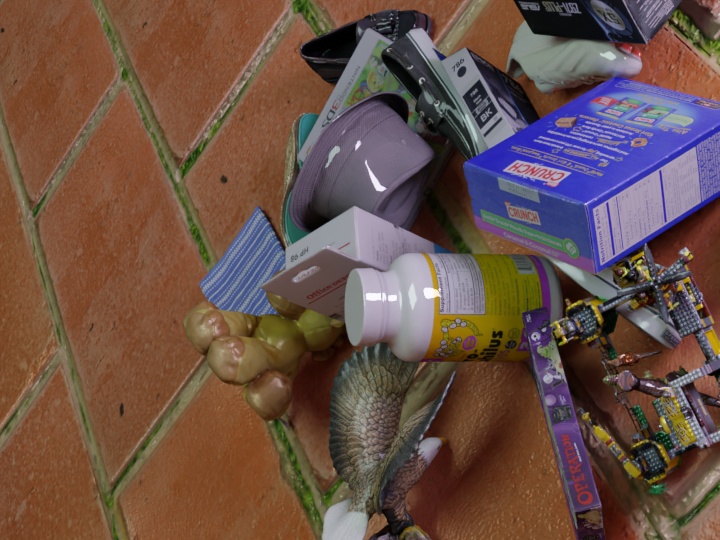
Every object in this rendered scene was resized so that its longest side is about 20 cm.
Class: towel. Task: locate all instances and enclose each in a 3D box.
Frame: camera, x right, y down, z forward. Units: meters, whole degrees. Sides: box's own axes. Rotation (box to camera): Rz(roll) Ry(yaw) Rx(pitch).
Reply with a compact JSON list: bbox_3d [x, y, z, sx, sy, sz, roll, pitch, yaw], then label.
[{"bbox_3d":[-0.143,0.026,1.725,0.145,0.024,0.201,-52,40,19],"label":"towel"}]

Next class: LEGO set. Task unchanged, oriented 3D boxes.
[{"bbox_3d":[0.239,0.086,1.107,0.153,0.115,0.203,-22,83,34],"label":"LEGO set"}]

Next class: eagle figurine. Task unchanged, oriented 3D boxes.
[{"bbox_3d":[0.035,0.184,1.333,0.149,0.203,0.151,0,25,17],"label":"eagle figurine"}]

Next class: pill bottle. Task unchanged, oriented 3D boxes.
[{"bbox_3d":[0.088,0.036,1.281,0.104,0.197,0.106,-179,90,-75],"label":"pill bottle"}]

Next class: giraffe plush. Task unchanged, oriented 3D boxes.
[{"bbox_3d":[-0.086,0.072,1.533,0.162,0.200,0.173,-45,45,-1],"label":"giraffe plush"}]

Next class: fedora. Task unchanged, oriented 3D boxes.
[{"bbox_3d":[0.017,-0.100,1.447,0.090,0.199,0.178,34,112,17],"label":"fedora"}]

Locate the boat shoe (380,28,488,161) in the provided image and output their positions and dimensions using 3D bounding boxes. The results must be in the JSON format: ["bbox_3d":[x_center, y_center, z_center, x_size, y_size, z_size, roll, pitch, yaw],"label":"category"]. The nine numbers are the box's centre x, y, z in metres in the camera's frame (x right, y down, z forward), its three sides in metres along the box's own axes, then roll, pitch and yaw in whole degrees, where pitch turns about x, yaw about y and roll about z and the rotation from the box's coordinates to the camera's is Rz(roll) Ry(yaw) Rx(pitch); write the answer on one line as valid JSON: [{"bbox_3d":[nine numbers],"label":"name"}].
[{"bbox_3d":[0.086,-0.184,1.471,0.056,0.069,0.201,-26,59,-4],"label":"boat shoe"}]

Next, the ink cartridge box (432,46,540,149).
[{"bbox_3d":[0.149,-0.170,1.405,0.039,0.099,0.201,-45,44,22],"label":"ink cartridge box"}]

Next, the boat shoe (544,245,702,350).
[{"bbox_3d":[0.238,-0.003,1.240,0.066,0.072,0.200,-54,38,6],"label":"boat shoe"}]

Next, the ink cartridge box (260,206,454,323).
[{"bbox_3d":[0.000,0.000,1.419,0.115,0.199,0.068,-29,52,38],"label":"ink cartridge box"}]

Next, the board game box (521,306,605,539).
[{"bbox_3d":[0.184,0.148,1.198,0.032,0.120,0.202,-16,54,8],"label":"board game box"}]

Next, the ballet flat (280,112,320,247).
[{"bbox_3d":[-0.068,-0.100,1.677,0.065,0.069,0.203,127,152,-63],"label":"ballet flat"}]

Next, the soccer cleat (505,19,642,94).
[{"bbox_3d":[0.219,-0.214,1.372,0.078,0.069,0.200,-65,30,7],"label":"soccer cleat"}]

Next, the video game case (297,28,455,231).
[{"bbox_3d":[0.031,-0.168,1.574,0.199,0.022,0.184,37,102,37],"label":"video game case"}]

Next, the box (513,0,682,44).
[{"bbox_3d":[0.261,-0.327,1.304,0.201,0.086,0.163,-51,35,-16],"label":"box"}]

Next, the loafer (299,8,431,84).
[{"bbox_3d":[0.002,-0.284,1.667,0.199,0.063,0.073,-13,62,47],"label":"loafer"}]

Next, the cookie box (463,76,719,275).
[{"bbox_3d":[0.222,-0.092,1.207,0.199,0.076,0.171,-29,31,-23],"label":"cookie box"}]
